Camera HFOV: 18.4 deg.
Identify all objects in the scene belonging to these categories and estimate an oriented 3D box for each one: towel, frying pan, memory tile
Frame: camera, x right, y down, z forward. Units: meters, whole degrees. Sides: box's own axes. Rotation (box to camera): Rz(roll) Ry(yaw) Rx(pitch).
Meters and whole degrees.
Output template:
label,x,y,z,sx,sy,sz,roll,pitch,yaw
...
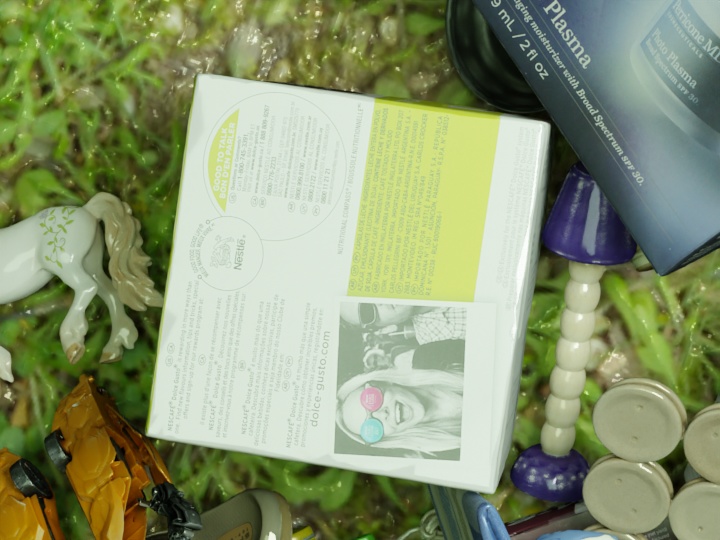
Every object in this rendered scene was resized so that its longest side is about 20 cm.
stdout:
label,x,y,z,sx,sy,sz,roll,pitch,yaw
towel,0.077,0.180,1.263,0.024,0.200,0.148,-19,96,-5
frying pan,0.130,-0.168,1.302,0.189,0.031,0.116,-31,73,29
memory tile,0.193,0.155,1.237,0.152,0.017,0.202,14,123,12

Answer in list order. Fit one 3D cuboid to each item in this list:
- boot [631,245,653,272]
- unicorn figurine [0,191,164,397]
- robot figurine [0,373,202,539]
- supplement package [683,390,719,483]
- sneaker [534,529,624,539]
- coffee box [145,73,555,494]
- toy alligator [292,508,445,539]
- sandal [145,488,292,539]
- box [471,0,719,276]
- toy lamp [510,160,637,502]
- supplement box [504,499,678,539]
label,x,y,z,sx,sy,sz,roll,pitch,yaw
boot,0.204,-0.109,1.307,0.199,0.072,0.155,-38,88,2
unicorn figurine,-0.224,0.004,1.367,0.198,0.074,0.139,-15,81,-7
robot figurine,-0.158,0.161,1.310,0.145,0.058,0.201,-38,46,8
supplement package,0.280,0.059,1.279,0.119,0.121,0.202,23,96,5
sneaker,0.162,0.228,1.230,0.200,0.088,0.075,42,126,-7
coffee box,0.000,0.000,1.269,0.196,0.200,0.202,8,94,6
toy alligator,-0.029,0.187,1.353,0.198,0.054,0.060,-21,90,7
sandal,-0.123,0.191,1.336,0.200,0.054,0.081,-39,49,26
box,0.193,-0.141,1.172,0.198,0.123,0.201,-39,81,31
toy lamp,0.125,0.035,1.300,0.058,0.058,0.202,9,110,6
supplement box,0.165,0.233,1.330,0.108,0.061,0.202,-19,91,7
